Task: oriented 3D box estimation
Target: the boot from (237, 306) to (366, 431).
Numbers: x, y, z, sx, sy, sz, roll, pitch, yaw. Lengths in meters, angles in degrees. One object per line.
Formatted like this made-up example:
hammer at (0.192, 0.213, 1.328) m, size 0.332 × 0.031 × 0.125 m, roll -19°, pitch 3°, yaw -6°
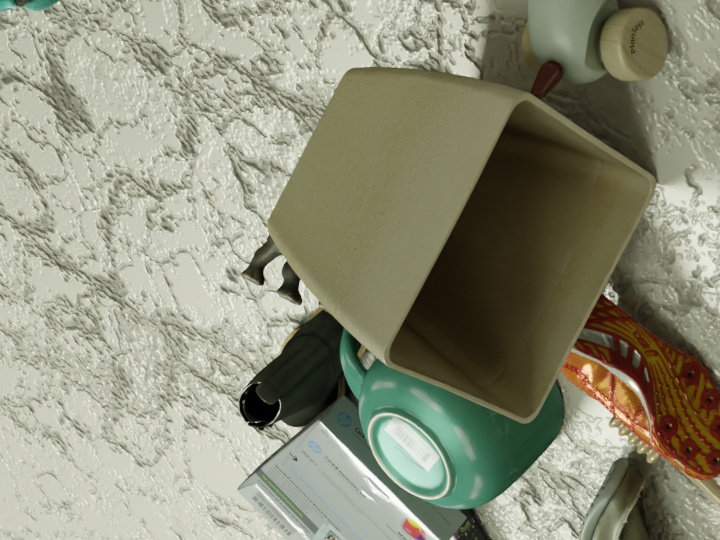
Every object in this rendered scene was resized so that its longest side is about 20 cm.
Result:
boot at (-0.071, 0.108, 1.896) m, size 0.077 × 0.138 × 0.200 m, roll 40°, pitch 145°, yaw 12°

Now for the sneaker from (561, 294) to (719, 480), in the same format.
sneaker at (0.204, 0.080, 1.634) m, size 0.200 × 0.073 × 0.077 m, roll 45°, pitch 162°, yaw -1°

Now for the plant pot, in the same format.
plant pot at (0.056, -0.037, 1.527) m, size 0.177 × 0.201 × 0.199 m, roll 31°, pitch -177°, yaw 38°

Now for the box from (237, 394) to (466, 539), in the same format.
box at (-0.012, 0.210, 1.941) m, size 0.156 × 0.041 × 0.200 m, roll 45°, pitch 147°, yaw -1°

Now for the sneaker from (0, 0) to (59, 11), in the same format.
sneaker at (-0.283, -0.282, 1.811) m, size 0.121 × 0.084 × 0.200 m, roll 49°, pitch 143°, yaw -4°

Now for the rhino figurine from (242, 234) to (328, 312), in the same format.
rhino figurine at (0.000, 0.000, 1.770) m, size 0.199 × 0.088 × 0.060 m, roll 21°, pitch 172°, yaw 33°

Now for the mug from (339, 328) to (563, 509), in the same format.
mug at (0.062, 0.118, 1.780) m, size 0.184 × 0.114 × 0.153 m, roll 8°, pitch 128°, yaw 43°

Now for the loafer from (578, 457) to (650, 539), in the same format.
loafer at (0.221, 0.231, 1.761) m, size 0.069 × 0.075 × 0.201 m, roll 18°, pitch 141°, yaw 20°

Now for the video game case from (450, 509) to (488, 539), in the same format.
video game case at (0.030, 0.234, 1.993) m, size 0.199 × 0.036 × 0.182 m, roll -8°, pitch 116°, yaw 51°

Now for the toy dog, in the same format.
toy dog at (0.119, -0.195, 1.439) m, size 0.200 × 0.096 × 0.132 m, roll 53°, pitch 145°, yaw -5°

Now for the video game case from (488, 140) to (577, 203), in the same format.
video game case at (0.101, -0.044, 1.669) m, size 0.199 × 0.018 × 0.144 m, roll 34°, pitch 142°, yaw 21°

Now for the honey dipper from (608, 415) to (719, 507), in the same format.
honey dipper at (0.277, 0.173, 1.670) m, size 0.200 × 0.038 × 0.038 m, roll 42°, pitch 145°, yaw 3°
